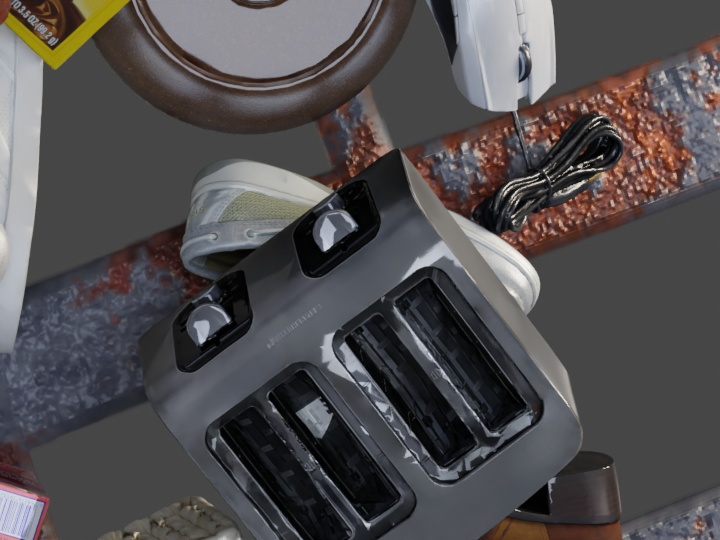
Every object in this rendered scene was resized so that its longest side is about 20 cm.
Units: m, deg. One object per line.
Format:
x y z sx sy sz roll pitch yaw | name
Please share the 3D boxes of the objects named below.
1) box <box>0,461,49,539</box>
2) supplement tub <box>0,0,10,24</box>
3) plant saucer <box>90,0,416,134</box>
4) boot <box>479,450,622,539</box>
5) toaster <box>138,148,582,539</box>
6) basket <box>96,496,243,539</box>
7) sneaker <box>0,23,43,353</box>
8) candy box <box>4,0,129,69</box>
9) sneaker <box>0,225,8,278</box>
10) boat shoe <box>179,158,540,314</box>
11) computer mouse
-0.276 0.132 1.540 0.200 0.095 0.103 17 91 -13 | box
-0.276 -0.109 1.426 0.200 0.107 0.107 -41 102 -18 | supplement tub
-0.059 -0.175 1.613 0.200 0.032 0.201 -1 95 -14 | plant saucer
0.063 0.211 1.670 0.188 0.068 0.200 -7 104 -20 | boot
0.004 0.068 1.529 0.181 0.119 0.200 -36 102 7 | toaster
-0.091 0.233 1.587 0.123 0.136 0.200 -29 101 -11 | basket
-0.231 -0.057 1.567 0.115 0.074 0.200 2 84 -11 | sneaker
-0.192 -0.206 1.500 0.102 0.026 0.200 -42 110 12 | candy box
-0.245 0.003 1.435 0.200 0.116 0.074 -11 93 -33 | sneaker
0.000 -0.001 1.609 0.202 0.074 0.065 19 52 -10 | boat shoe
0.081 -0.128 1.629 0.110 0.044 0.200 -26 100 -33 | computer mouse
